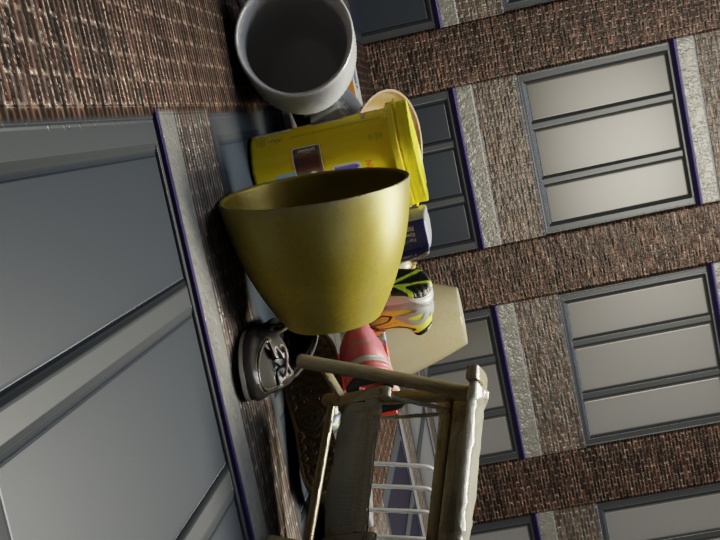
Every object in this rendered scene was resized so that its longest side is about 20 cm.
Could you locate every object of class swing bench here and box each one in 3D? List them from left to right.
[{"bbox_3d":[0.027,0.204,1.117,0.130,0.197,0.201,65,32,-61],"label":"swing bench"}]

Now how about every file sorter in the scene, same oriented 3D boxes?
[{"bbox_3d":[0.032,0.334,1.308,0.201,0.123,0.140,-85,179,-64],"label":"file sorter"}]

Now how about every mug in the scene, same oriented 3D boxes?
[{"bbox_3d":[-0.093,-0.294,1.424,0.200,0.147,0.175,49,-1,5],"label":"mug"}]

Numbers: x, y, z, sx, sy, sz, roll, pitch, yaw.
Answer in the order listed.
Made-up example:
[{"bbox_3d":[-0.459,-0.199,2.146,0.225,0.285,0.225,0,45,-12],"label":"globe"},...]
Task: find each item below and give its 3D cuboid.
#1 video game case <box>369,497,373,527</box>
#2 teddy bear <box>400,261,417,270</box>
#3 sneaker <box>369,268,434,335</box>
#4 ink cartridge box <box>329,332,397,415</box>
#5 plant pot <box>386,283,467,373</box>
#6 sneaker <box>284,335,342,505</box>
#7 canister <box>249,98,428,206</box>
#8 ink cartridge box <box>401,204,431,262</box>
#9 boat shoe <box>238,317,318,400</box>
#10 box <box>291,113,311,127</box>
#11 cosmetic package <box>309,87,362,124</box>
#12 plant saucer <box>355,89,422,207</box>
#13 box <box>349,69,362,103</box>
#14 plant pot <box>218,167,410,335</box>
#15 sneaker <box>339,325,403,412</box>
[{"bbox_3d":[-0.015,0.241,1.623,0.183,0.023,0.201,-92,168,-52],"label":"video game case"},{"bbox_3d":[0.000,0.000,1.588,0.144,0.199,0.068,-23,106,-38],"label":"teddy bear"},{"bbox_3d":[-0.004,0.044,1.357,0.076,0.198,0.077,-51,136,-47],"label":"sneaker"},{"bbox_3d":[-0.019,0.097,1.436,0.050,0.108,0.203,122,-43,-88],"label":"ink cartridge box"},{"bbox_3d":[0.069,0.091,1.807,0.187,0.197,0.190,-11,90,-84],"label":"plant pot"},{"bbox_3d":[-0.049,0.179,1.304,0.090,0.066,0.202,82,1,-58],"label":"sneaker"},{"bbox_3d":[-0.025,-0.127,1.385,0.149,0.197,0.087,66,14,-59],"label":"canister"},{"bbox_3d":[-0.011,-0.030,1.351,0.200,0.197,0.041,-73,148,-79],"label":"ink cartridge box"},{"bbox_3d":[-0.084,0.084,1.160,0.200,0.056,0.068,-60,139,-80],"label":"boat shoe"},{"bbox_3d":[-0.033,-0.159,1.637,0.202,0.037,0.137,67,15,-2],"label":"box"},{"bbox_3d":[-0.012,-0.201,1.601,0.200,0.050,0.083,44,27,-53],"label":"cosmetic package"},{"bbox_3d":[0.023,-0.152,1.560,0.199,0.035,0.203,-19,112,-55],"label":"plant saucer"},{"bbox_3d":[-0.033,-0.449,2.490,0.119,0.041,0.203,35,43,-80],"label":"box"},{"bbox_3d":[-0.038,-0.016,1.151,0.200,0.197,0.144,-74,156,-75],"label":"plant pot"},{"bbox_3d":[0.012,0.119,1.352,0.201,0.073,0.088,87,-9,-66],"label":"sneaker"}]
